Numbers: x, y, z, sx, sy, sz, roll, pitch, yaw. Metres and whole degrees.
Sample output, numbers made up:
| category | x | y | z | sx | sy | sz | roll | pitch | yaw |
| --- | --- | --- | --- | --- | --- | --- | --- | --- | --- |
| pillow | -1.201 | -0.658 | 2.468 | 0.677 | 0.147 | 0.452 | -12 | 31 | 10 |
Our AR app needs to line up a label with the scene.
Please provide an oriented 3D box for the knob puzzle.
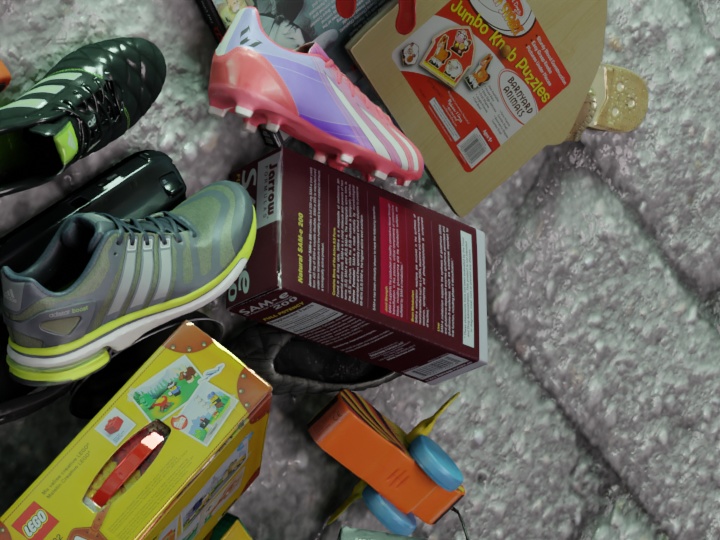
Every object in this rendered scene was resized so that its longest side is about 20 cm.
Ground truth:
| category | x | y | z | sx | sy | sz | roll | pitch | yaw |
| --- | --- | --- | --- | --- | --- | --- | --- | --- | --- |
| knob puzzle | 0.099 | -0.167 | 1.609 | 0.219 | 0.030 | 0.220 | -12 | 117 | -26 |

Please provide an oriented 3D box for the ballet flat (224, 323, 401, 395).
| category | x | y | z | sx | sy | sz | roll | pitch | yaw |
| --- | --- | --- | --- | --- | --- | --- | --- | --- | --- |
| ballet flat | -0.012 | 0.062 | 1.585 | 0.200 | 0.057 | 0.067 | -9 | 105 | -41 |

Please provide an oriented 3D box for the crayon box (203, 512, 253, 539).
| category | x | y | z | sx | sy | sz | roll | pitch | yaw |
| --- | --- | --- | --- | --- | --- | --- | --- | --- | --- |
| crayon box | -0.135 | 0.273 | 1.516 | 0.200 | 0.058 | 0.119 | -47 | 126 | -25 |

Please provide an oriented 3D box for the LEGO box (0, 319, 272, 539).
| category | x | y | z | sx | sy | sz | roll | pitch | yaw |
| --- | --- | --- | --- | --- | --- | --- | --- | --- | --- |
| LEGO box | -0.150 | 0.152 | 1.414 | 0.200 | 0.077 | 0.149 | -48 | 167 | -24 |

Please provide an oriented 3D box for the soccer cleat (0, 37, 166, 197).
| category | x | y | z | sx | sy | sz | roll | pitch | yaw |
| --- | --- | --- | --- | --- | --- | --- | --- | --- | --- |
| soccer cleat | -0.189 | -0.088 | 1.378 | 0.200 | 0.081 | 0.068 | -33 | 119 | -33 |

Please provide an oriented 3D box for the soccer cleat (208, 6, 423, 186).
| category | x | y | z | sx | sy | sz | roll | pitch | yaw |
| --- | --- | --- | --- | --- | --- | --- | --- | --- | --- |
| soccer cleat | -0.022 | -0.114 | 1.512 | 0.200 | 0.067 | 0.077 | 21 | 81 | -42 |

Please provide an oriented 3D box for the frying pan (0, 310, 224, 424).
| category | x | y | z | sx | sy | sz | roll | pitch | yaw |
| --- | --- | --- | --- | --- | --- | --- | --- | --- | --- |
| frying pan | -0.175 | 0.074 | 1.434 | 0.190 | 0.115 | 0.031 | -24 | 70 | -21 |

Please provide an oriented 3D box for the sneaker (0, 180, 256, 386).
| category | x | y | z | sx | sy | sz | roll | pitch | yaw |
| --- | --- | --- | --- | --- | --- | --- | --- | --- | --- |
| sneaker | -0.144 | -0.007 | 1.389 | 0.200 | 0.074 | 0.081 | -38 | 133 | -33 |

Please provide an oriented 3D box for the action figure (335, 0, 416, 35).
| category | x | y | z | sx | sy | sz | roll | pitch | yaw |
| --- | --- | --- | --- | --- | --- | --- | --- | --- | --- |
| action figure | 0.026 | -0.229 | 1.516 | 0.200 | 0.065 | 0.052 | -73 | 174 | -51 |

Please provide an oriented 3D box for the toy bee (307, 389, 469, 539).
| category | x | y | z | sx | sy | sz | roll | pitch | yaw |
| --- | --- | --- | --- | --- | --- | --- | --- | --- | --- |
| toy bee | 0.032 | 0.155 | 1.629 | 0.131 | 0.109 | 0.200 | -26 | 112 | 1 |

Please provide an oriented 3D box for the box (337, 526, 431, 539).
| category | x | y | z | sx | sy | sz | roll | pitch | yaw |
| --- | --- | --- | --- | --- | --- | --- | --- | --- | --- |
| box | 0.005 | 0.305 | 1.521 | 0.164 | 0.086 | 0.200 | -84 | -174 | -48 |

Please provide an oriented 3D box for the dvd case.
| category | x | y | z | sx | sy | sz | roll | pitch | yaw |
| --- | --- | --- | --- | --- | --- | --- | --- | --- | --- |
| dvd case | -0.052 | -0.206 | 1.520 | 0.146 | 0.022 | 0.200 | -44 | 124 | -27 |

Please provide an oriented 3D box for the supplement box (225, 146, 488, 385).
| category | x | y | z | sx | sy | sz | roll | pitch | yaw |
| --- | --- | --- | --- | --- | --- | --- | --- | --- | --- |
| supplement box | 0.000 | 0.000 | 1.547 | 0.200 | 0.061 | 0.109 | 22 | 57 | -38 |

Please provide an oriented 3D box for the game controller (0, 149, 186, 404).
| category | x | y | z | sx | sy | sz | roll | pitch | yaw |
| --- | --- | --- | --- | --- | --- | --- | --- | --- | --- |
| game controller | -0.186 | 0.005 | 1.437 | 0.200 | 0.042 | 0.105 | -36 | 135 | -31 |

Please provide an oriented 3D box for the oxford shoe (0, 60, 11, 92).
| category | x | y | z | sx | sy | sz | roll | pitch | yaw |
| --- | --- | --- | --- | --- | --- | --- | --- | --- | --- |
| oxford shoe | -0.307 | -0.097 | 1.294 | 0.200 | 0.071 | 0.073 | -30 | 88 | -30 |

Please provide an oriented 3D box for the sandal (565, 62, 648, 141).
| category | x | y | z | sx | sy | sz | roll | pitch | yaw |
| --- | --- | --- | --- | --- | --- | --- | --- | --- | --- |
| sandal | 0.164 | -0.134 | 1.695 | 0.211 | 0.070 | 0.078 | -1 | 99 | -42 |
